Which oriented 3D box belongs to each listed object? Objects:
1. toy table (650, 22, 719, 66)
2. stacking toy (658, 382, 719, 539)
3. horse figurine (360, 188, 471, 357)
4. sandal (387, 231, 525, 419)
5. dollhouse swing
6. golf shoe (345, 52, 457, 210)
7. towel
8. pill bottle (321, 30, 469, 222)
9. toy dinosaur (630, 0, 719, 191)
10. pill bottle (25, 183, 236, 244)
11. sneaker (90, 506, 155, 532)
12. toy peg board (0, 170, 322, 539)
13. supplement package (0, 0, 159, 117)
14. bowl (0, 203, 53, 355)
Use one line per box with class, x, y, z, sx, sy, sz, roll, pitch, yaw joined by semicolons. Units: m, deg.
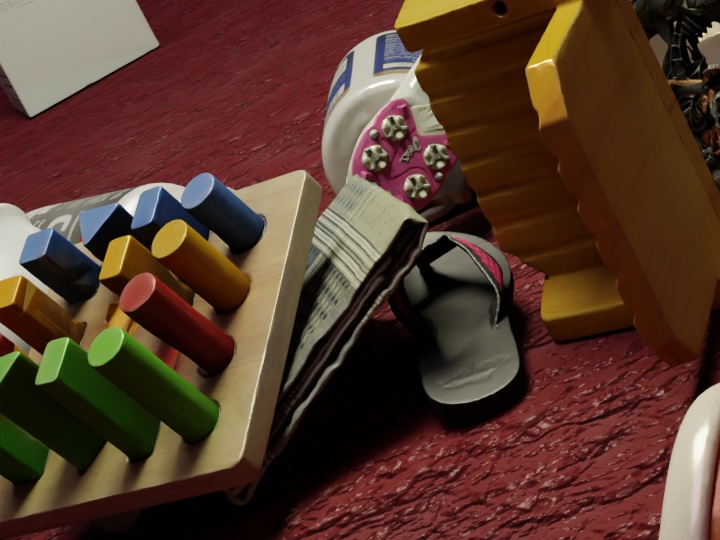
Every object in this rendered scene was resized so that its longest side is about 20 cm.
toy table;0.235;-0.151;1.352;0.200;0.117;0.184;-37;19;-25
stacking toy;0.202;0.109;0.691;0.200;0.146;0.146;-1;27;20
horse figurine;0.000;0.000;1.385;0.132;0.050;0.200;-14;18;20
sandal;0.053;0.016;1.215;0.075;0.045;0.200;-22;26;3
dollhouse swing;0.092;-0.042;1.110;0.182;0.200;0.176;-14;22;38
golf shoe;0.055;-0.116;1.416;0.200;0.075;0.092;-47;4;-16
towel;-0.033;0.036;1.241;0.193;0.035;0.200;-53;13;2
pill bottle;0.030;-0.112;1.556;0.111;0.111;0.200;-24;18;10
toy dinosaur;0.183;-0.091;1.226;0.200;0.136;0.102;-10;3;17
pill bottle;-0.164;-0.002;1.525;0.200;0.114;0.114;-10;25;46
sneaker;-0.132;0.081;1.297;0.075;0.079;0.200;-4;48;8
toy peg board;-0.143;0.028;1.196;0.200;0.098;0.199;-16;48;34
supplement package;-0.392;-0.329;2.668;0.191;0.200;0.147;-30;17;-11
bowl;-0.216;0.064;1.366;0.090;0.201;0.201;15;31;12
